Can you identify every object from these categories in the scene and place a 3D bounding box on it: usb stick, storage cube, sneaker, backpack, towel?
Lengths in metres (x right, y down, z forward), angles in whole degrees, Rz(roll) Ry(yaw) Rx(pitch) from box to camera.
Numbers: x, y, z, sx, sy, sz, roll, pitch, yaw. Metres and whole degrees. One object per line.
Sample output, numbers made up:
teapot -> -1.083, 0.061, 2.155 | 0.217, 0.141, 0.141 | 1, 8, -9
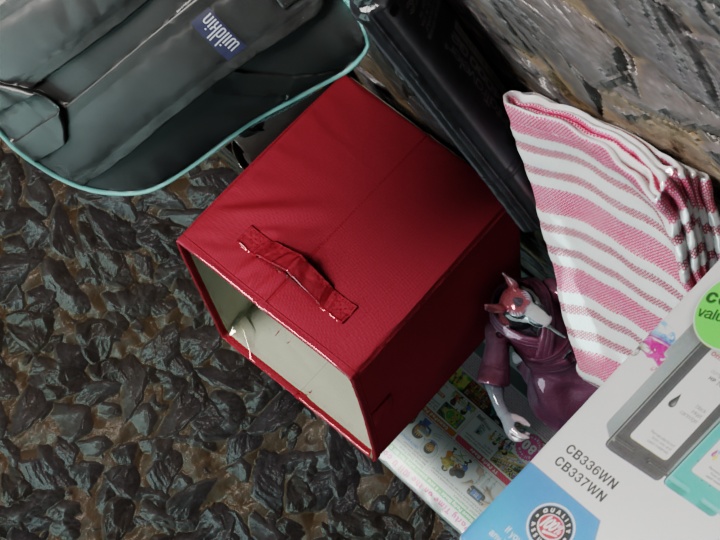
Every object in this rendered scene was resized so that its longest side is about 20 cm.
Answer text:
usb stick -> 0.054, -0.093, 0.811 | 0.033, 0.056, 0.200 | -9, 142, 33
storage cube -> 0.000, 0.000, 1.141 | 0.171, 0.180, 0.200 | 37, 163, 21
sneaker -> -0.047, -0.106, 1.226 | 0.075, 0.106, 0.200 | 40, 175, 27
backpack -> -0.114, -0.145, 0.822 | 0.176, 0.200, 0.153 | 44, -163, -26
towel -> 0.137, 0.011, 0.795 | 0.146, 0.030, 0.200 | 37, 152, 54

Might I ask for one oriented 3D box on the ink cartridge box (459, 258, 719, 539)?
ink cartridge box -> 0.179, 0.107, 0.636 | 0.147, 0.200, 0.146 | 38, 172, 47

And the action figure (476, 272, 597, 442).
action figure -> 0.149, 0.046, 1.160 | 0.200, 0.134, 0.149 | 45, -161, -43

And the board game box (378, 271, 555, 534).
board game box -> 0.113, 0.113, 1.311 | 0.148, 0.200, 0.064 | 42, 176, 16
